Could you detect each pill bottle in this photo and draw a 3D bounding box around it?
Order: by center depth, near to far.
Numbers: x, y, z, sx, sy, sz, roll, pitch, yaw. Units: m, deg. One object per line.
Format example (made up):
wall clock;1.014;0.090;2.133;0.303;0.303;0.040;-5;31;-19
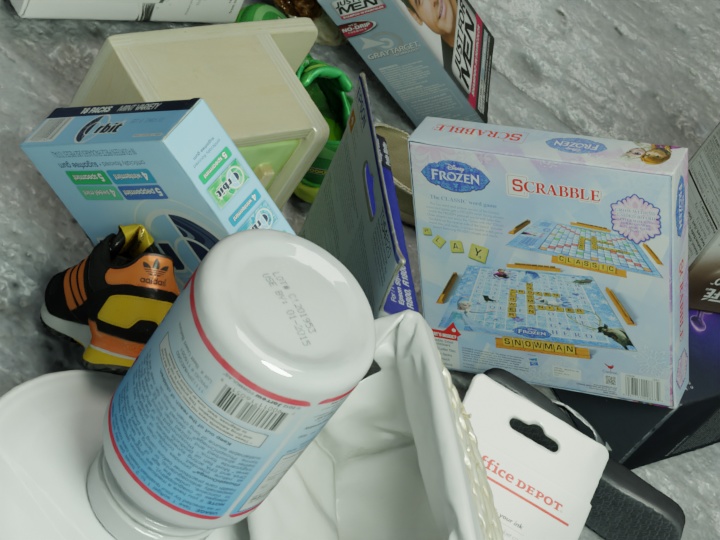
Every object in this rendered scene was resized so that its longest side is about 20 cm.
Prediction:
pill bottle;-0.080;0.076;1.130;0.108;0.200;0.109;20;43;-20

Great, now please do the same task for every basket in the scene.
basket;0.011;0.149;1.225;0.124;0.135;0.201;59;14;-48

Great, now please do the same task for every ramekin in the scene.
ramekin;-0.162;0.167;1.214;0.202;0.094;0.203;20;43;-20

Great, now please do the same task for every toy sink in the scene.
toy sink;-0.107;-0.097;1.472;0.199;0.130;0.112;-11;60;-43

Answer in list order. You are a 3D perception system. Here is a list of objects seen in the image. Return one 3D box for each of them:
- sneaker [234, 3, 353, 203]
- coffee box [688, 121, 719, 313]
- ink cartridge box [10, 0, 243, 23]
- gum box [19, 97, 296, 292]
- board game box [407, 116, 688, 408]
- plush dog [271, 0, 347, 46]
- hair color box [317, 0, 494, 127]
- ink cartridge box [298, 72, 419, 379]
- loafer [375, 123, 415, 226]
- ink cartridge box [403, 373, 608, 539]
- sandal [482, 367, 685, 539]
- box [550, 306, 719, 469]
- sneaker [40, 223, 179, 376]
sneaker;-0.041;-0.144;1.597;0.074;0.084;0.200;-1;51;-36
coffee box;0.314;-0.059;1.523;0.113;0.200;0.080;7;45;-29
ink cartridge box;-0.200;-0.273;1.590;0.199;0.084;0.146;-4;45;-36
gum box;-0.112;-0.020;1.309;0.045;0.170;0.200;-50;121;-27
board game box;0.139;-0.006;1.451;0.199;0.200;0.041;9;35;22
plush dog;-0.045;-0.272;1.692;0.200;0.160;0.172;3;67;-56
hair color box;0.041;-0.207;1.644;0.200;0.060;0.099;47;40;-46
ink cartridge box;0.000;0.000;1.390;0.040;0.200;0.200;8;43;-17
loafer;0.080;-0.066;1.623;0.200;0.068;0.076;31;41;-8
ink cartridge box;0.074;0.185;1.333;0.116;0.068;0.200;31;64;-8
sandal;0.157;0.142;1.488;0.200;0.076;0.043;40;41;-13
box;0.250;0.062;1.600;0.199;0.104;0.148;-11;61;-42
sneaker;-0.156;0.010;1.303;0.070;0.090;0.200;12;7;-22
